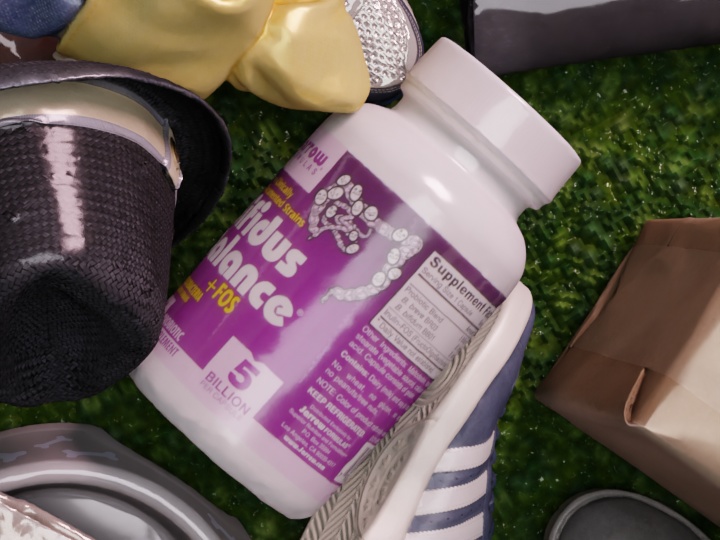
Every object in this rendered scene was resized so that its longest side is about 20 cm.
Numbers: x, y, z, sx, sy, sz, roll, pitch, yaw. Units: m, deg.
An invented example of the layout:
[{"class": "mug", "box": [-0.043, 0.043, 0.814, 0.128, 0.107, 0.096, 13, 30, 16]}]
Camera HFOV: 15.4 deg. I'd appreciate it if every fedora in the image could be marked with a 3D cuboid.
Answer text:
[{"class": "fedora", "box": [-0.134, -0.002, 1.094, 0.200, 0.201, 0.092, -10, 65, -7]}]

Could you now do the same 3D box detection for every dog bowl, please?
[{"class": "dog bowl", "box": [-0.133, 0.169, 1.176, 0.199, 0.059, 0.201, 0, 91, -8]}]

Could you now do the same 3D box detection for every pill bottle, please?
[{"class": "pill bottle", "box": [0.000, 0.000, 1.155, 0.112, 0.112, 0.200, 41, 90, -7]}]

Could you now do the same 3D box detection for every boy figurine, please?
[{"class": "boy figurine", "box": [-0.083, -0.117, 1.095, 0.199, 0.065, 0.125, 15, 129, -20]}]

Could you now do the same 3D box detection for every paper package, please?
[{"class": "paper package", "box": [0.197, 0.073, 1.150, 0.200, 0.191, 0.104, 34, 85, -8]}]

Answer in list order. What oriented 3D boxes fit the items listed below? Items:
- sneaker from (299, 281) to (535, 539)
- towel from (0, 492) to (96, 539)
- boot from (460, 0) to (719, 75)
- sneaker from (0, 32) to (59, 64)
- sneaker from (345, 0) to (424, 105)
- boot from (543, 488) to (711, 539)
[{"class": "sneaker", "box": [0.036, 0.101, 1.197, 0.084, 0.075, 0.201, 33, 81, -29]}, {"class": "towel", "box": [-0.144, 0.173, 1.130, 0.199, 0.034, 0.133, 29, 89, -8]}, {"class": "boot", "box": [0.145, -0.105, 1.200, 0.199, 0.066, 0.166, -4, 84, -10]}, {"class": "sneaker", "box": [-0.135, -0.135, 1.143, 0.082, 0.077, 0.201, -26, 96, 30]}, {"class": "sneaker", "box": [-0.051, -0.144, 1.164, 0.200, 0.085, 0.077, 41, 86, -7]}, {"class": "boot", "box": [0.176, 0.163, 1.145, 0.181, 0.200, 0.073, 35, 87, -7]}]
